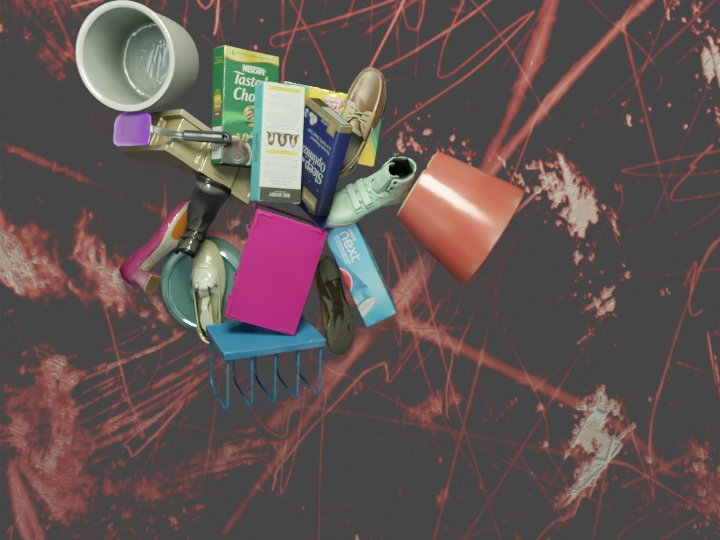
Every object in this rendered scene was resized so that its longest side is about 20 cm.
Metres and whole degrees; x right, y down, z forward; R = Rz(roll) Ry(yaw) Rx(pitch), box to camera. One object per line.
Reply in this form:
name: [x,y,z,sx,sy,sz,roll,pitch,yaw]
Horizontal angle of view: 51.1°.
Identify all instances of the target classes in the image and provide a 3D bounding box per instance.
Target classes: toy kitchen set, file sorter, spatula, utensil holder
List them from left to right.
utensil holder: [-0.379,-0.370,1.320,0.165,0.200,0.175,1,103,2]
spatula: [-0.315,-0.232,1.272,0.194,0.021,0.058,2,83,-17]
toy kitchen set: [-0.298,-0.248,1.418,0.199,0.178,0.167,33,73,-42]
file sorter: [-0.181,0.174,1.431,0.195,0.138,0.126,-6,110,-25]
file sorter: [-0.166,-0.010,1.418,0.136,0.125,0.205,16,101,-18]

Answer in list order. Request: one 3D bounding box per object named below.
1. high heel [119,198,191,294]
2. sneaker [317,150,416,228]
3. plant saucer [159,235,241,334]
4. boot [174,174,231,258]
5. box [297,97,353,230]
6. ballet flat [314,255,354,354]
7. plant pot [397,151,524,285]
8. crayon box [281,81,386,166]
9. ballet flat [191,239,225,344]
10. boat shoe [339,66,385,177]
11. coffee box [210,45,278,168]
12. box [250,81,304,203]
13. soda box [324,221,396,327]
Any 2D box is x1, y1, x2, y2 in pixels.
high heel: [-0.400,-0.061,1.471,0.095,0.067,0.204,29,97,27]
sneaker: [0.011,-0.151,1.370,0.196,0.119,0.075,-23,72,-16]
plant saucer: [-0.307,0.035,1.496,0.194,0.027,0.206,0,102,1]
boot: [-0.291,-0.089,1.368,0.068,0.200,0.135,22,77,-8]
box: [-0.079,-0.186,1.338,0.032,0.121,0.204,-6,125,-35]
ballet flat: [-0.057,0.068,1.489,0.066,0.046,0.205,-20,109,-26]
plant pot: [0.174,-0.108,1.377,0.175,0.200,0.203,34,102,4]
crayon box: [-0.057,-0.273,1.403,0.194,0.058,0.122,10,103,-1]
ballet flat: [-0.294,0.046,1.451,0.067,0.070,0.206,-2,102,2]
boat shoe: [-0.006,-0.259,1.337,0.074,0.072,0.205,19,103,-3]
coffee box: [-0.206,-0.288,1.348,0.121,0.043,0.207,1,92,-41]
box: [-0.147,-0.224,1.333,0.080,0.049,0.206,1,95,-28]
soda box: [0.000,0.000,1.459,0.066,0.064,0.204,-24,100,7]
